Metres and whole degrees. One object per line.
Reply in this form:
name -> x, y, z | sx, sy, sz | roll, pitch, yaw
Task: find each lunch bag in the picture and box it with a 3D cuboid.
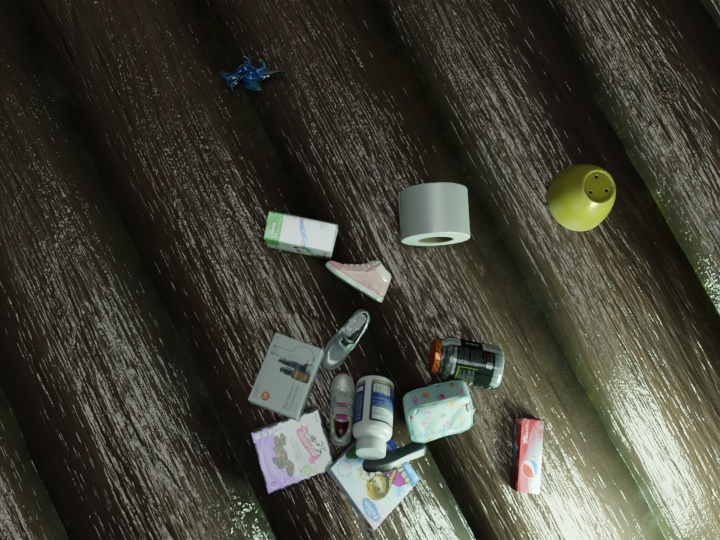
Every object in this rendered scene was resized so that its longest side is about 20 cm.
lunch bag -> 0.221, 0.397, 1.656 | 0.195, 0.078, 0.163 | -12, 124, -3

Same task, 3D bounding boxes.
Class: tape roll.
tape roll -> 0.211, -0.156, 1.693 | 0.197, 0.203, 0.143 | -3, 82, -4

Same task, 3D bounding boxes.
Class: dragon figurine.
dragon figurine -> -0.321, -0.577, 1.782 | 0.195, 0.059, 0.102 | 16, 82, -1

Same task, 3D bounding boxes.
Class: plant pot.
plant pot -> 0.674, -0.230, 1.762 | 0.194, 0.142, 0.206 | 0, 83, -3

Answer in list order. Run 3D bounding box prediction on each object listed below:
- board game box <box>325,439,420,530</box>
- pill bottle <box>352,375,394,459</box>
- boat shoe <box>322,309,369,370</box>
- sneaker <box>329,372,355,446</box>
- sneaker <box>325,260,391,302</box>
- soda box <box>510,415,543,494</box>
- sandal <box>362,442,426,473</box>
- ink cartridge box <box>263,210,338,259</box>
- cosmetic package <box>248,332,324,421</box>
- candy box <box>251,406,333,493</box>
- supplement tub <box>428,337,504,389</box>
board game box -> 0.037, 0.561, 1.634 | 0.198, 0.041, 0.201 | -36, 87, -32
pill bottle -> 0.034, 0.401, 1.618 | 0.108, 0.112, 0.204 | 8, 53, -3
boat shoe -> -0.043, 0.194, 1.697 | 0.069, 0.072, 0.202 | 36, 82, 2
sneaker -> -0.048, 0.391, 1.664 | 0.079, 0.088, 0.206 | 0, 83, -4
sneaker -> 0.000, 0.000, 1.722 | 0.197, 0.075, 0.106 | 30, 86, -7
soda box -> 0.475, 0.524, 1.695 | 0.068, 0.063, 0.206 | 6, 83, -3
sandal -> 0.097, 0.519, 1.618 | 0.196, 0.076, 0.044 | -8, 98, -28
ink cartridge box -> -0.167, -0.097, 1.688 | 0.195, 0.145, 0.086 | 11, 83, -3
cosmetic package -> -0.204, 0.294, 1.651 | 0.147, 0.052, 0.204 | 16, 68, 12
candy box -> -0.185, 0.495, 1.650 | 0.195, 0.072, 0.172 | -18, 84, -6
supplement tub -> 0.297, 0.260, 1.686 | 0.195, 0.123, 0.126 | 11, 82, -3
